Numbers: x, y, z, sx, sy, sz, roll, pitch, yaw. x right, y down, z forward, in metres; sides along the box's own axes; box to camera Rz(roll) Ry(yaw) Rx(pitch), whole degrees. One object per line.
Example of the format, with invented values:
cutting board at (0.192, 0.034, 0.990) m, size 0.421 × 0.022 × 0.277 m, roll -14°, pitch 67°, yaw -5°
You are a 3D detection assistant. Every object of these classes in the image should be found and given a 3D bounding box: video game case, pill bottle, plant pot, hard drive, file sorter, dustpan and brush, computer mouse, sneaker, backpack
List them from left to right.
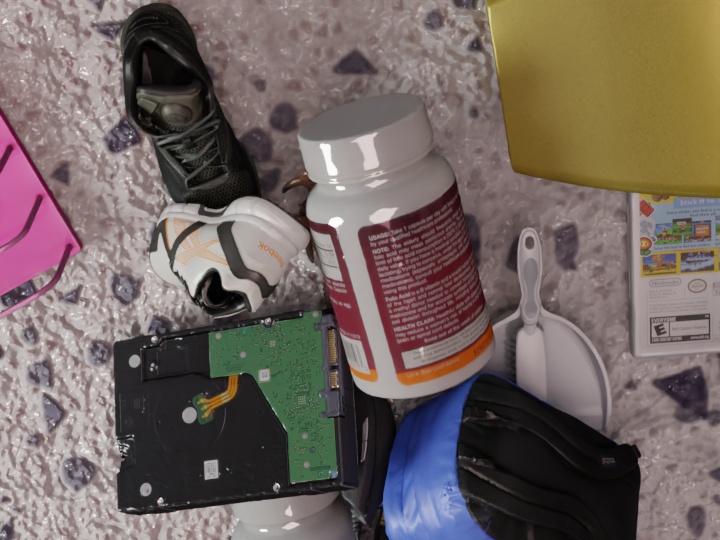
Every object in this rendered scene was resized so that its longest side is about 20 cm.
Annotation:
file sorter at (-0.328, -0.053, 1.334) m, size 0.138 × 0.126 × 0.201 m, roll -28°, pitch 106°, yaw 5°
sneaker at (-0.132, -0.100, 1.337) m, size 0.075 × 0.114 × 0.201 m, roll -18°, pitch 109°, yaw 4°
sneaker at (-0.118, -0.005, 1.328) m, size 0.073 × 0.199 × 0.081 m, roll 37°, pitch 69°, yaw -22°
hard drive at (-0.100, 0.113, 1.373) m, size 0.198 × 0.038 × 0.141 m, roll -11°, pitch 75°, yaw 22°
pill bottle at (-0.046, 0.253, 1.448) m, size 0.108 × 0.110 × 0.202 m, roll -12°, pitch 107°, yaw 1°
computer mouse at (0.016, 0.174, 1.429) m, size 0.045 × 0.141 × 0.202 m, roll -10°, pitch 68°, yaw 11°
pill bottle at (0.024, -0.019, 1.277) m, size 0.113 × 0.114 × 0.202 m, roll -14°, pitch 110°, yaw 2°
backpack at (0.106, 0.193, 1.390) m, size 0.199 × 0.164 × 0.167 m, roll 35°, pitch 134°, yaw -30°
dustpan and brush at (0.137, 0.055, 1.422) m, size 0.138 × 0.057 × 0.202 m, roll -4°, pitch 107°, yaw -1°
plant pot at (0.192, -0.164, 1.298) m, size 0.174 × 0.200 × 0.202 m, roll -8°, pitch 108°, yaw 11°
video game case at (0.318, -0.023, 1.428) m, size 0.197 × 0.023 × 0.184 m, roll -4°, pitch 107°, yaw 0°

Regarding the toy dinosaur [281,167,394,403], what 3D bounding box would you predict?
toy dinosaur at (0.000, 0.000, 1.390) m, size 0.134 × 0.086 × 0.202 m, roll 3°, pitch 111°, yaw -4°
